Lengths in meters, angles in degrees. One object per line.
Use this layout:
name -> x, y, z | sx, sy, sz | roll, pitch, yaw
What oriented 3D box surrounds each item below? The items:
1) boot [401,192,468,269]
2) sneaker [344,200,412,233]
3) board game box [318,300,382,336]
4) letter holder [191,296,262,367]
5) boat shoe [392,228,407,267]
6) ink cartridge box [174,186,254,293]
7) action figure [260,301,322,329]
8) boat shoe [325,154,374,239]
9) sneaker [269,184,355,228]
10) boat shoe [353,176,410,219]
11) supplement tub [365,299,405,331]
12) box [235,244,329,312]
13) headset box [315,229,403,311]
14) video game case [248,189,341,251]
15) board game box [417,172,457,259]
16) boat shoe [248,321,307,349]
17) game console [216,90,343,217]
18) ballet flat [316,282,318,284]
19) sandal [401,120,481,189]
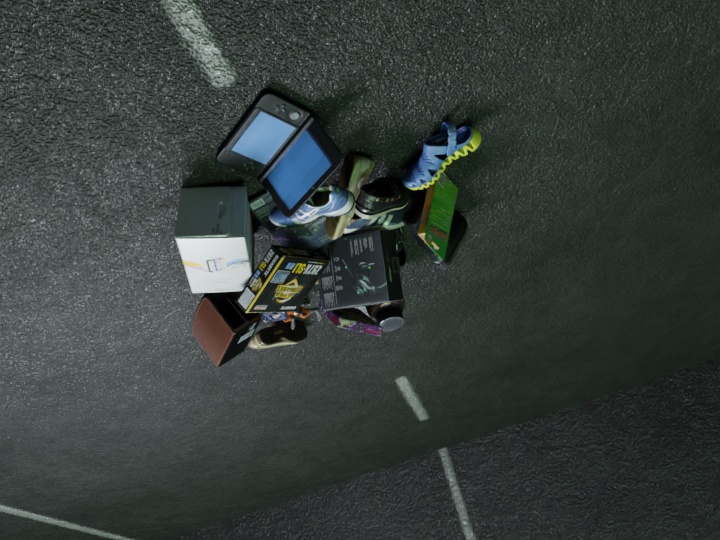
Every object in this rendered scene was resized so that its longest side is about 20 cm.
boot -> 0.187, -0.123, 1.503 | 0.065, 0.165, 0.200 | -1, 146, 39
sneaker -> 0.040, -0.146, 1.452 | 0.199, 0.075, 0.085 | -14, 142, -8
board game box -> -0.030, 0.121, 1.575 | 0.120, 0.200, 0.032 | 10, 96, -18
letter holder -> -0.376, 0.148, 1.680 | 0.100, 0.142, 0.200 | -32, 164, -41
boat shoe -> 0.078, -0.074, 1.576 | 0.074, 0.062, 0.200 | -20, 144, 9
ink cartridge box -> -0.313, -0.067, 1.340 | 0.144, 0.148, 0.200 | -3, 144, -5
action figure -> -0.233, 0.099, 1.695 | 0.199, 0.105, 0.193 | -6, 151, 41
boat shoe -> -0.024, -0.161, 1.370 | 0.063, 0.073, 0.201 | 5, 113, -31
sneaker -> -0.115, -0.146, 1.310 | 0.199, 0.076, 0.077 | -15, 158, 21
boat shoe -> 0.060, -0.174, 1.367 | 0.201, 0.074, 0.063 | -30, 147, -50
supplement tub -> 0.057, 0.061, 1.631 | 0.107, 0.201, 0.107 | -11, 145, -8
box -> -0.176, 0.023, 1.411 | 0.160, 0.049, 0.200 | -56, 156, 13
headset box -> 0.000, 0.000, 1.487 | 0.199, 0.175, 0.093 | -11, 175, 26
video game case -> -0.151, -0.120, 1.414 | 0.142, 0.019, 0.200 | -25, 131, 12
board game box -> 0.181, -0.132, 1.419 | 0.030, 0.201, 0.095 | -9, 147, 36
boat shoe -> -0.245, 0.194, 1.791 | 0.076, 0.072, 0.200 | -32, 160, 35
game console -> -0.165, -0.226, 1.217 | 0.170, 0.119, 0.200 | 17, 133, -39
ballet flat -> -0.174, 0.014, 1.602 | 0.199, 0.069, 0.063 | -15, 138, -18
sandal -> 0.165, -0.261, 1.346 | 0.200, 0.080, 0.087 | -41, 135, 19
